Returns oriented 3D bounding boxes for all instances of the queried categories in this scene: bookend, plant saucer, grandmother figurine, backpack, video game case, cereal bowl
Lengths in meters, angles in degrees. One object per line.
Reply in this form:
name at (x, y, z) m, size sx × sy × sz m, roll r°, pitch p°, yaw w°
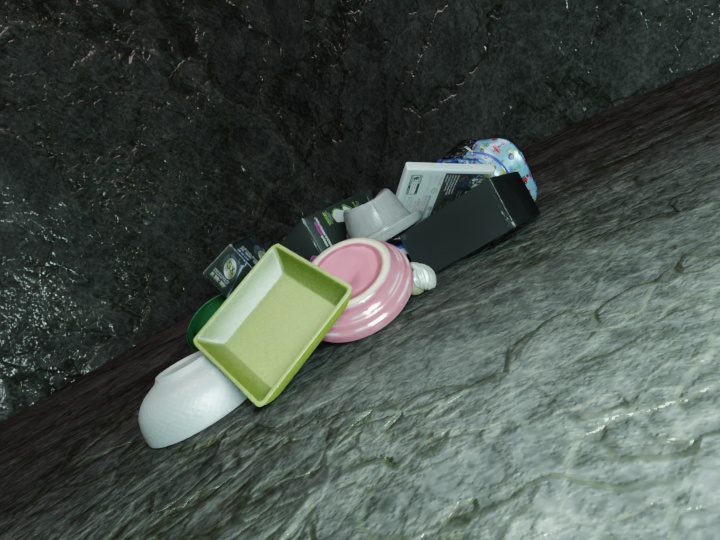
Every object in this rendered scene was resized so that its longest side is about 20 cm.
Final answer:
bookend at (0.206, -0.087, 1.001) m, size 0.198 × 0.093 × 0.198 m, roll -31°, pitch -4°, yaw 31°
plant saucer at (-0.015, 0.018, 0.856) m, size 0.196 × 0.051 × 0.203 m, roll -15°, pitch 43°, yaw 14°
grandmother figurine at (0.032, 0.041, 0.898) m, size 0.196 × 0.061 × 0.122 m, roll -22°, pitch 30°, yaw 11°
backpack at (0.270, -0.186, 1.158) m, size 0.134 × 0.185 × 0.199 m, roll -36°, pitch 22°, yaw -16°
video game case at (0.154, -0.137, 1.089) m, size 0.177 × 0.024 × 0.202 m, roll -1°, pitch -35°, yaw -12°
plant saucer at (-0.123, 0.078, 0.790) m, size 0.198 × 0.048 × 0.201 m, roll 27°, pitch 73°, yaw 42°
cereal bowl at (-0.255, 0.180, 0.839) m, size 0.197 × 0.085 × 0.200 m, roll -25°, pitch 8°, yaw 4°

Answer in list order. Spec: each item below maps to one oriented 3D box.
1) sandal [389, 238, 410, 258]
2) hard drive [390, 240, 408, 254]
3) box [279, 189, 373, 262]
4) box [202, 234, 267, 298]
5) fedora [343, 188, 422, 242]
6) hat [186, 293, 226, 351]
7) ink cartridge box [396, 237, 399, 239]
sandal at (0.115, -0.048, 1.190) m, size 0.075 × 0.044 × 0.198 m, roll -1°, pitch 0°, yaw -37°
hard drive at (0.000, 0.000, 1.052) m, size 0.198 × 0.026 × 0.131 m, roll -31°, pitch 9°, yaw -27°
box at (-0.054, -0.061, 1.172) m, size 0.198 × 0.126 × 0.148 m, roll -28°, pitch -4°, yaw -38°
box at (-0.211, 0.034, 1.145) m, size 0.086 × 0.200 × 0.164 m, roll -42°, pitch 5°, yaw 10°
fedora at (0.027, -0.093, 1.022) m, size 0.174 × 0.092 × 0.200 m, roll -30°, pitch 0°, yaw 4°
hat at (-0.259, 0.162, 1.139) m, size 0.198 × 0.168 × 0.175 m, roll -25°, pitch 50°, yaw -36°
ink cartridge box at (0.147, -0.135, 1.366) m, size 0.198 × 0.127 × 0.127 m, roll -31°, pitch 10°, yaw -36°
